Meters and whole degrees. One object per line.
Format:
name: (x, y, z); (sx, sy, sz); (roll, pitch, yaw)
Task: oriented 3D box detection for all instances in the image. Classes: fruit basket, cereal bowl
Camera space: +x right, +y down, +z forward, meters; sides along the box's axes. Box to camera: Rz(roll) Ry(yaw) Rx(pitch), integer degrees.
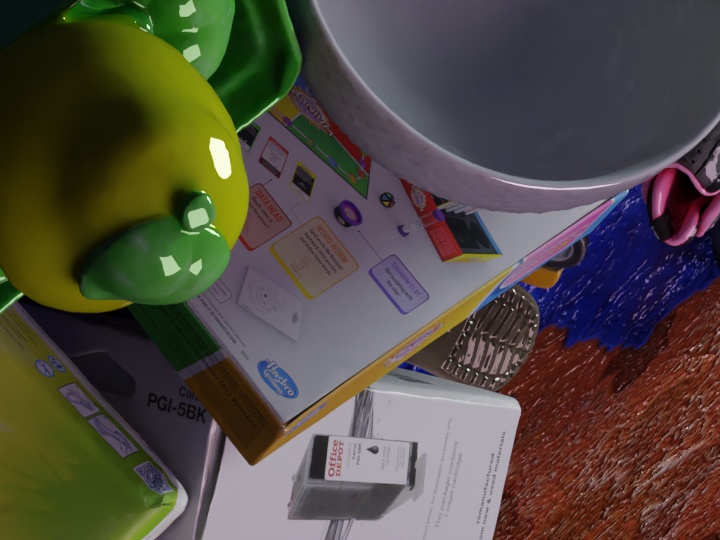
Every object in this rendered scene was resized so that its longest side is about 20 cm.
fruit basket: (-0.100, -0.042, 0.947); (0.215, 0.216, 0.156); (-38, 152, -12)
cereal bowl: (0.053, -0.112, 1.089); (0.200, 0.200, 0.083); (-29, 176, -27)

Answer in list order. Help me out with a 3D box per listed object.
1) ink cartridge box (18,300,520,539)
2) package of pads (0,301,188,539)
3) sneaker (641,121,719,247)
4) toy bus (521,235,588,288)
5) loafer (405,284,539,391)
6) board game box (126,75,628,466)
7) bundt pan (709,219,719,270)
ink cartridge box: (-0.050, 0.074, 1.197); (0.200, 0.147, 0.083); (10, 93, -50)
package of pads: (-0.188, 0.101, 1.076); (0.200, 0.155, 0.068); (-44, 173, 6)
sneaker: (0.151, -0.052, 1.228); (0.096, 0.079, 0.200); (-63, 170, -9)
toy bus: (0.090, -0.087, 1.264); (0.065, 0.078, 0.200); (-69, 178, -47)
loafer: (0.000, 0.000, 1.274); (0.200, 0.068, 0.076); (35, 82, -42)
board game box: (-0.011, -0.036, 1.106); (0.200, 0.153, 0.040); (-33, 170, -32)
bundt pan: (0.277, -0.058, 1.576); (0.202, 0.076, 0.202); (-32, 150, -21)
